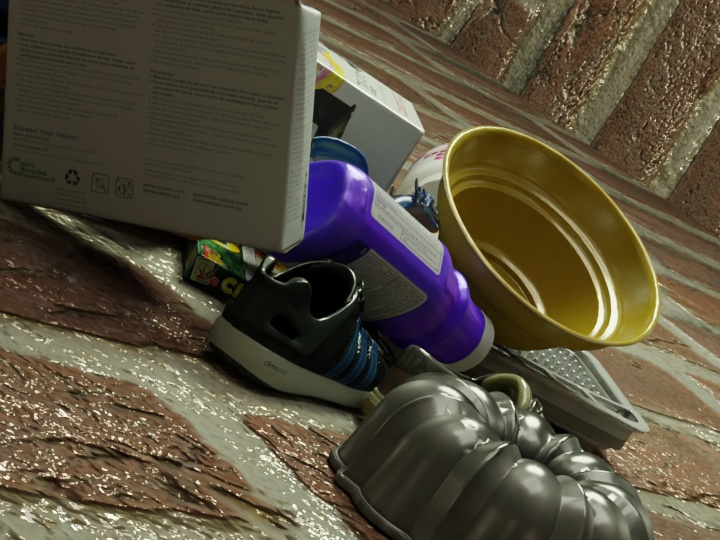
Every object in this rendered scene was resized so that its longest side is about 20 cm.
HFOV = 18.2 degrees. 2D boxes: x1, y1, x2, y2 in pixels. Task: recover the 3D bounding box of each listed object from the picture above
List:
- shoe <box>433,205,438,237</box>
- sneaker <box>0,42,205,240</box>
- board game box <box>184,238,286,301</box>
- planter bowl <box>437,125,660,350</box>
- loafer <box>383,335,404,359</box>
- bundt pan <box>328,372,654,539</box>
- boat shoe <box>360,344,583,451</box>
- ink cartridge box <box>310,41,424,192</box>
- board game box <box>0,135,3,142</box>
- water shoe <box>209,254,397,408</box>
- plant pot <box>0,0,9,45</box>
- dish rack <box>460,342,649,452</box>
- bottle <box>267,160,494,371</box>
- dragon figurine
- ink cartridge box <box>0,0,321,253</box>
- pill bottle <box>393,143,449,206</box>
[{"bbox_3d":[0.052,-0.006,1.718,0.053,0.070,0.200,52,37,-7],"label":"shoe"},{"bbox_3d":[-0.151,-0.090,1.466,0.200,0.075,0.088,32,34,8],"label":"sneaker"},{"bbox_3d":[-0.076,-0.004,1.591,0.105,0.023,0.200,27,11,-12],"label":"board game box"},{"bbox_3d":[0.117,-0.003,1.647,0.200,0.083,0.200,28,36,-23],"label":"planter bowl"},{"bbox_3d":[0.000,0.000,1.572,0.200,0.072,0.063,41,3,-37],"label":"loafer"},{"bbox_3d":[0.086,0.128,1.296,0.202,0.076,0.202,31,10,-6],"label":"bundt pan"},{"bbox_3d":[0.089,0.099,1.455,0.201,0.066,0.072,22,14,-40],"label":"boat shoe"},{"bbox_3d":[-0.056,-0.139,1.741,0.200,0.083,0.146,33,9,-10],"label":"ink cartridge box"},{"bbox_3d":[-0.223,-0.112,1.637,0.135,0.035,0.200,22,14,-39],"label":"board game box"},{"bbox_3d":[-0.016,0.037,1.412,0.071,0.079,0.200,36,11,24],"label":"water shoe"},{"bbox_3d":[-0.226,-0.254,1.489,0.200,0.180,0.200,8,52,-15],"label":"plant pot"},{"bbox_3d":[0.124,0.073,1.735,0.172,0.044,0.200,28,12,-16],"label":"dish rack"},{"bbox_3d":[0.017,0.002,1.490,0.083,0.065,0.200,-12,-36,35],"label":"bottle"},{"bbox_3d":[-0.027,-0.055,1.620,0.200,0.059,0.099,30,41,-26],"label":"dragon figurine"},{"bbox_3d":[-0.123,-0.125,1.370,0.199,0.200,0.041,12,20,19],"label":"ink cartridge box"},{"bbox_3d":[0.083,-0.048,1.985,0.113,0.113,0.200,31,10,-1],"label":"pill bottle"}]
